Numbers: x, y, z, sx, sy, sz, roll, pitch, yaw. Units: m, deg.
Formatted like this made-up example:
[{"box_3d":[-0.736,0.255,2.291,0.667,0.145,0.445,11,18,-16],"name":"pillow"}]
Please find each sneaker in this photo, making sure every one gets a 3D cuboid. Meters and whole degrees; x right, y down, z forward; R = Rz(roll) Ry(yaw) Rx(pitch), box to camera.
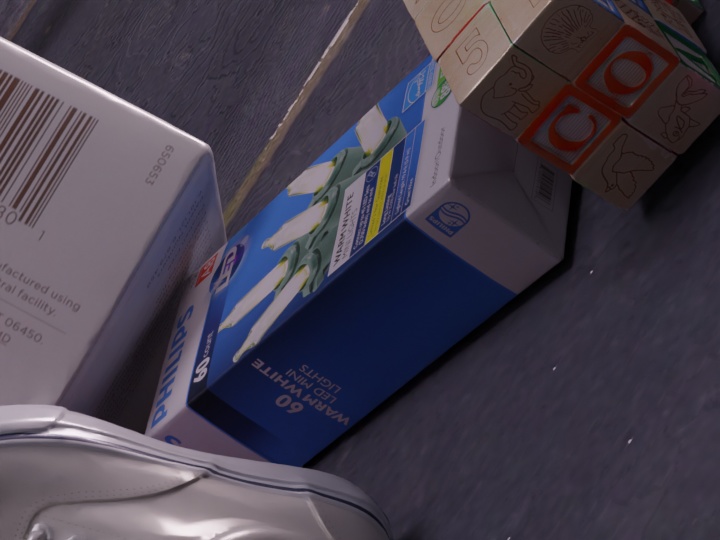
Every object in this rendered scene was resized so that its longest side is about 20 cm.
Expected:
[{"box_3d":[-0.078,0.094,0.849,0.071,0.200,0.073,-114,33,-59],"name":"sneaker"}]

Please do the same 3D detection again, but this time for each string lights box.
[{"box_3d":[0.000,0.000,1.005,0.200,0.059,0.103,-41,25,37],"name":"string lights box"}]

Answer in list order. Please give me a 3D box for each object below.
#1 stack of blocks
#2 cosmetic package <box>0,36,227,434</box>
[{"box_3d":[0.067,-0.111,0.941,0.059,0.115,0.200,-48,35,20],"name":"stack of blocks"},{"box_3d":[-0.168,0.010,1.118,0.167,0.167,0.200,-61,-9,-15],"name":"cosmetic package"}]
